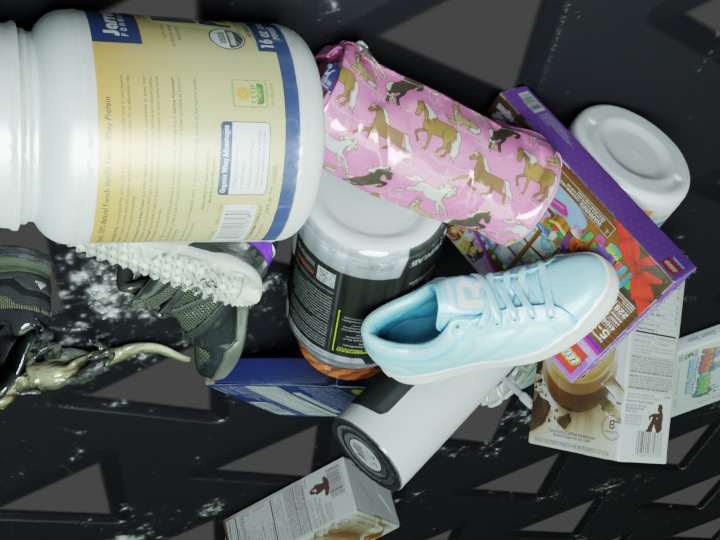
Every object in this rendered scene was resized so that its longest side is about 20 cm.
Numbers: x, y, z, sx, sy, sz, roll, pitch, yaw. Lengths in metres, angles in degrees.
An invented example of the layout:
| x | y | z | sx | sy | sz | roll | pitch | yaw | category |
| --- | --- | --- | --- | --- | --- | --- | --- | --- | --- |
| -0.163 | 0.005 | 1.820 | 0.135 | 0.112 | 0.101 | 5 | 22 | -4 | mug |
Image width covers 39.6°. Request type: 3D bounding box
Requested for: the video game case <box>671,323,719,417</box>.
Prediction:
| x | y | z | sx | sy | sz | roll | pitch | yaw | category |
| --- | --- | --- | --- | --- | --- | --- | --- | --- | --- |
| 0.487 | 0.118 | 1.312 | 0.181 | 0.024 | 0.200 | -20 | 145 | 2 | video game case |

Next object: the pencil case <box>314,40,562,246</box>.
| x | y | z | sx | sy | sz | roll | pitch | yaw | category |
| --- | --- | --- | --- | --- | --- | --- | --- | --- | --- |
| 0.047 | -0.090 | 0.723 | 0.199 | 0.083 | 0.087 | 23 | 139 | -18 | pencil case |

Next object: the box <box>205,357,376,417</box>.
| x | y | z | sx | sy | sz | roll | pitch | yaw | category |
| --- | --- | --- | --- | --- | --- | --- | --- | --- | --- |
| -0.040 | 0.118 | 0.989 | 0.199 | 0.033 | 0.121 | -2 | 157 | 35 | box |

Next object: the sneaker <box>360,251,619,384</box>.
| x | y | z | sx | sy | sz | roll | pitch | yaw | category |
| --- | --- | --- | --- | --- | --- | --- | --- | --- | --- |
| 0.092 | 0.033 | 0.745 | 0.199 | 0.074 | 0.082 | -24 | 151 | 16 | sneaker |

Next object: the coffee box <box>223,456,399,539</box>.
| x | y | z | sx | sy | sz | roll | pitch | yaw | category |
| --- | --- | --- | --- | --- | --- | --- | --- | --- | --- |
| -0.066 | 0.332 | 1.311 | 0.199 | 0.080 | 0.114 | -31 | 143 | 19 | coffee box |

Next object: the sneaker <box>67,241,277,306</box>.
| x | y | z | sx | sy | sz | roll | pitch | yaw | category |
| --- | --- | --- | --- | --- | --- | --- | --- | --- | --- |
| -0.152 | -0.053 | 0.743 | 0.199 | 0.100 | 0.070 | 23 | 153 | -5 | sneaker |

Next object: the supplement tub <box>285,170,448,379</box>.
| x | y | z | sx | sy | sz | roll | pitch | yaw | category |
| --- | --- | --- | --- | --- | --- | --- | --- | --- | --- |
| 0.000 | 0.000 | 0.840 | 0.122 | 0.123 | 0.201 | -7 | 144 | -15 | supplement tub |

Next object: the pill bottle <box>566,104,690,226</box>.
| x | y | z | sx | sy | sz | roll | pitch | yaw | category |
| --- | --- | --- | --- | --- | --- | --- | --- | --- | --- |
| 0.188 | -0.037 | 0.882 | 0.111 | 0.113 | 0.200 | 2 | 141 | -26 | pill bottle |

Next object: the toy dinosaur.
| x | y | z | sx | sy | sz | roll | pitch | yaw | category |
| --- | --- | --- | --- | --- | --- | --- | --- | --- | --- |
| -0.258 | 0.085 | 0.912 | 0.198 | 0.048 | 0.088 | -12 | 160 | -9 | toy dinosaur |

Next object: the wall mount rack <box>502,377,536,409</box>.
| x | y | z | sx | sy | sz | roll | pitch | yaw | category |
| --- | --- | --- | --- | --- | --- | --- | --- | --- | --- |
| 0.076 | 0.092 | 1.009 | 0.173 | 0.075 | 0.200 | -8 | 155 | 36 | wall mount rack |

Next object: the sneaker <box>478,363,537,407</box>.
| x | y | z | sx | sy | sz | roll | pitch | yaw | category |
| --- | --- | --- | --- | --- | --- | --- | --- | --- | --- |
| 0.204 | 0.074 | 1.099 | 0.200 | 0.075 | 0.086 | -39 | 160 | 28 | sneaker |

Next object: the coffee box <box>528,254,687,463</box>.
| x | y | z | sx | sy | sz | roll | pitch | yaw | category |
| --- | --- | --- | --- | --- | --- | --- | --- | --- | --- |
| 0.237 | 0.075 | 0.963 | 0.079 | 0.202 | 0.113 | 10 | 174 | -37 | coffee box |

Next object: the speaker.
| x | y | z | sx | sy | sz | roll | pitch | yaw | category |
| --- | --- | --- | --- | --- | --- | --- | --- | --- | --- |
| 0.071 | 0.090 | 0.856 | 0.200 | 0.081 | 0.081 | -42 | 154 | -24 | speaker |

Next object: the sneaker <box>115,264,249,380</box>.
| x | y | z | sx | sy | sz | roll | pitch | yaw | category |
| --- | --- | --- | --- | --- | --- | --- | --- | --- | --- |
| -0.150 | 0.021 | 0.847 | 0.113 | 0.077 | 0.200 | -4 | 140 | -16 | sneaker |

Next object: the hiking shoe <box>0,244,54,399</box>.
| x | y | z | sx | sy | sz | roll | pitch | yaw | category |
| --- | --- | --- | --- | --- | --- | --- | --- | --- | --- |
| -0.322 | 0.065 | 0.804 | 0.200 | 0.101 | 0.076 | -36 | 141 | 25 | hiking shoe |

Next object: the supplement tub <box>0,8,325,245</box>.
| x | y | z | sx | sy | sz | roll | pitch | yaw | category |
| --- | --- | --- | --- | --- | --- | --- | --- | --- | --- |
| -0.136 | -0.089 | 0.635 | 0.199 | 0.145 | 0.145 | -2 | 143 | -23 | supplement tub |

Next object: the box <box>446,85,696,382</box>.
| x | y | z | sx | sy | sz | roll | pitch | yaw | category |
| --- | --- | --- | --- | --- | --- | --- | --- | --- | --- |
| 0.152 | -0.028 | 0.805 | 0.039 | 0.200 | 0.137 | -22 | 156 | -42 | box |
